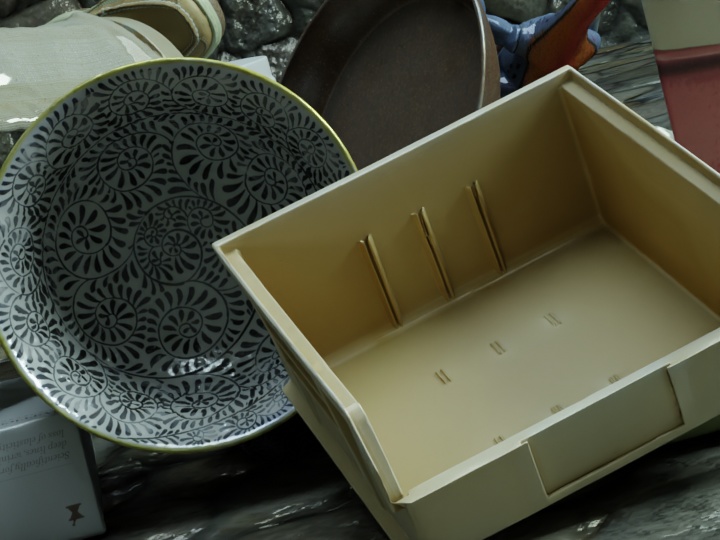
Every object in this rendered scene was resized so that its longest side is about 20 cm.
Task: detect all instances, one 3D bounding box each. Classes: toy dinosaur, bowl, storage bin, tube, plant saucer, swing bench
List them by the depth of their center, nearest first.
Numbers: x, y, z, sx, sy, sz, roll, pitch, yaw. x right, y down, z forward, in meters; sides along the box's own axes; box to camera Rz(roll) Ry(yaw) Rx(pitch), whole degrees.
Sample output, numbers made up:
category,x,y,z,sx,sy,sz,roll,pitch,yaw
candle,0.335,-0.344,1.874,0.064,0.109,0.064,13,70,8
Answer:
category,x,y,z,sx,sy,sz,roll,pitch,yaw
storage bin,0.064,0.017,0.973,0.200,0.094,0.199,-27,30,-9
tube,0.130,0.061,0.996,0.200,0.052,0.058,-16,-13,5
bowl,-0.093,-0.006,1.110,0.201,0.201,0.094,-14,-1,-2
plant saucer,0.013,-0.075,1.144,0.034,0.200,0.200,16,-10,-33
toy dinosaur,0.113,-0.116,1.165,0.105,0.200,0.181,-19,7,-20
swing bench,-0.191,-0.043,1.188,0.130,0.200,0.199,4,11,45

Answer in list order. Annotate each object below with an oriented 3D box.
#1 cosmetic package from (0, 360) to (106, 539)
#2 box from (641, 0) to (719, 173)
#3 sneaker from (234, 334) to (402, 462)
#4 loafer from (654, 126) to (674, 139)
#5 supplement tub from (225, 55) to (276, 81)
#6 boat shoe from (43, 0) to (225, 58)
category,x,y,z,sx,sy,sz,roll,pitch,yaw
cosmetic package,-0.199,0.102,1.168,0.102,0.074,0.200,-15,8,-8
box,0.242,-0.077,1.172,0.109,0.200,0.128,-11,10,25
sneaker,-0.021,0.076,1.133,0.088,0.076,0.200,-46,26,-12
loafer,0.214,-0.046,1.312,0.200,0.070,0.070,14,-29,-11
supplement tub,-0.097,-0.033,1.423,0.145,0.200,0.145,-13,9,2
boat shoe,-0.167,-0.140,1.382,0.076,0.072,0.200,-39,15,-35
